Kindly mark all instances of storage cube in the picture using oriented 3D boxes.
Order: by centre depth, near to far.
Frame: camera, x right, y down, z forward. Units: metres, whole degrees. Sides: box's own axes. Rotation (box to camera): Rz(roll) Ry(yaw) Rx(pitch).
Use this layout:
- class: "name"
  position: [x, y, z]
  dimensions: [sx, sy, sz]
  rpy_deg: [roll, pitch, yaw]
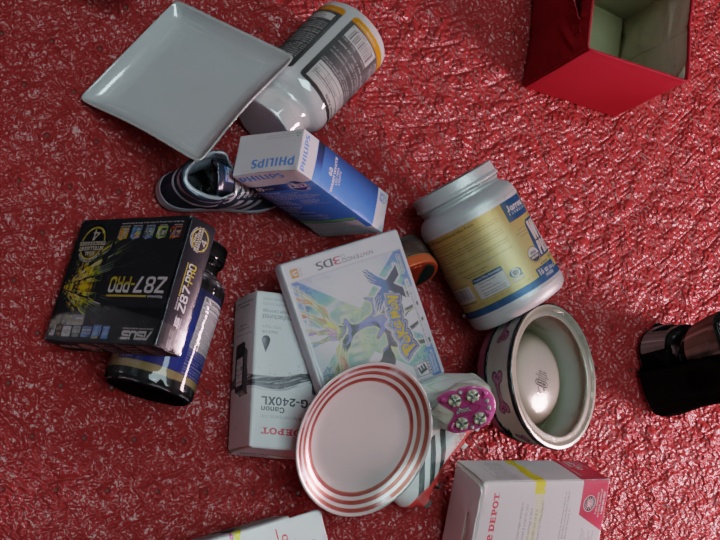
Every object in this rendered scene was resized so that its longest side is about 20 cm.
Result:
- class: "storage cube"
  position: [0.363, -0.351, 1.927]
  dimensions: [0.200, 0.180, 0.171]
  rpy_deg: [13, 74, -21]

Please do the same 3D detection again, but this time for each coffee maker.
- class: "coffee maker"
  position: [0.501, 0.155, 1.875]
  dimensions: [0.135, 0.200, 0.192]
  rpy_deg: [12, 72, -20]

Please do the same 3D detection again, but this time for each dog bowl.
- class: "dog bowl"
  position: [0.238, 0.148, 1.795]
  dimensions: [0.200, 0.074, 0.200]
  rpy_deg: [12, 74, -46]

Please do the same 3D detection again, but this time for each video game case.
- class: "video game case"
  position: [0.001, 0.065, 1.668]
  dimensions: [0.182, 0.022, 0.200]
  rpy_deg: [-18, 89, -30]

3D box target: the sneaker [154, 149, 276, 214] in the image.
- class: "sneaker"
  position: [-0.153, -0.115, 1.675]
  dimensions: [0.200, 0.108, 0.070]
  rpy_deg: [-7, 83, -26]

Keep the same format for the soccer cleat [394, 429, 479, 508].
- class: "soccer cleat"
  position: [0.094, 0.223, 1.746]
  dimensions: [0.085, 0.069, 0.200]
  rpy_deg: [39, 71, -18]

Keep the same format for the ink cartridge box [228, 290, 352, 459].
- class: "ink cartridge box"
  position: [-0.085, 0.137, 1.668]
  dimensions: [0.145, 0.083, 0.200]
  rpy_deg: [7, 76, -25]

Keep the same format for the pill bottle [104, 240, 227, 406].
- class: "pill bottle"
  position: [-0.232, 0.056, 1.602]
  dimensions: [0.112, 0.112, 0.200]
  rpy_deg: [22, 71, -20]

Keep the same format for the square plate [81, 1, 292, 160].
- class: "square plate"
  position: [-0.219, -0.240, 1.668]
  dimensions: [0.198, 0.028, 0.200]
  rpy_deg: [29, 64, 21]

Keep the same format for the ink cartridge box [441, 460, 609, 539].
- class: "ink cartridge box"
  position: [0.218, 0.332, 1.746]
  dimensions: [0.200, 0.083, 0.145]
  rpy_deg: [4, 102, -25]

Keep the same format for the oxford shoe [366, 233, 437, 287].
- class: "oxford shoe"
  position: [0.000, 0.000, 1.759]
  dimensions: [0.200, 0.071, 0.073]
  rpy_deg: [-12, 54, -22]

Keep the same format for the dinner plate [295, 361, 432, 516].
- class: "dinner plate"
  position: [0.002, 0.209, 1.631]
  dimensions: [0.200, 0.024, 0.200]
  rpy_deg: [-9, 108, -30]

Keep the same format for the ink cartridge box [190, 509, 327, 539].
- class: "ink cartridge box"
  position: [-0.137, 0.372, 1.605]
  dimensions: [0.200, 0.068, 0.115]
  rpy_deg: [-11, 85, -26]

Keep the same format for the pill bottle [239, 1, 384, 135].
- class: "pill bottle"
  position: [-0.067, -0.257, 1.741]
  dimensions: [0.116, 0.116, 0.200]
  rpy_deg: [46, 65, -10]

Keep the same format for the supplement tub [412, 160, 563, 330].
- class: "supplement tub"
  position: [0.172, -0.035, 1.791]
  dimensions: [0.145, 0.145, 0.200]
  rpy_deg: [-31, 94, -27]

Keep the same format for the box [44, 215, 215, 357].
- class: "box"
  position: [-0.273, 0.018, 1.545]
  dimensions: [0.049, 0.200, 0.161]
  rpy_deg: [31, 67, -47]

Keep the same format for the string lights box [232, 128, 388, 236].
- class: "string lights box"
  position: [-0.061, -0.108, 1.670]
  dimensions: [0.200, 0.103, 0.059]
  rpy_deg: [35, 60, -51]

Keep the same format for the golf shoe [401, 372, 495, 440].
- class: "golf shoe"
  position: [0.077, 0.177, 1.718]
  dimensions: [0.200, 0.092, 0.075]
  rpy_deg: [-5, 110, 5]
